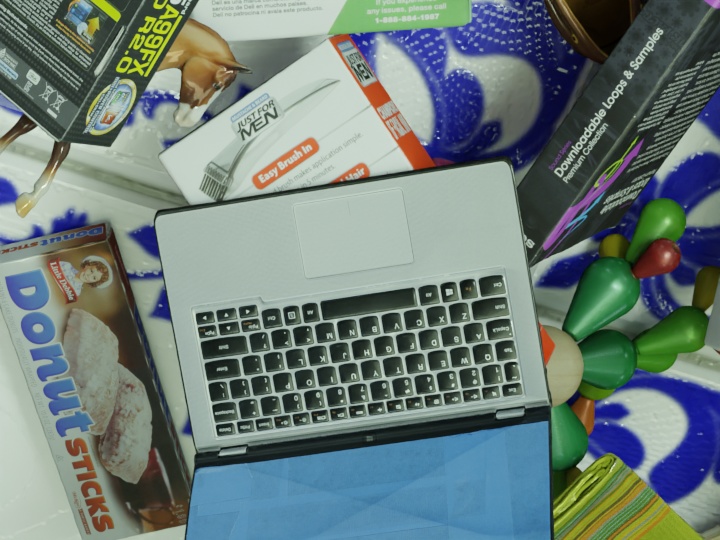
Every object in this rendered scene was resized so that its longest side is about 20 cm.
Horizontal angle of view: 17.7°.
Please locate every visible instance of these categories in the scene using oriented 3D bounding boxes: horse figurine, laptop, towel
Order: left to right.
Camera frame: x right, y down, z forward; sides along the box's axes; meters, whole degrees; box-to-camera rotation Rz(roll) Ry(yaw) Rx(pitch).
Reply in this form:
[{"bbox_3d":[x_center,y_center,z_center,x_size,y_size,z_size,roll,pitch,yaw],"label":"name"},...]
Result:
[{"bbox_3d":[-0.168,-0.114,1.159,0.133,0.200,0.050,-48,154,-5],"label":"horse figurine"},{"bbox_3d":[-0.008,0.063,1.117,0.186,0.116,0.201,-8,97,11],"label":"laptop"},{"bbox_3d":[0.161,0.177,1.332,0.086,0.018,0.200,-44,135,4],"label":"towel"}]

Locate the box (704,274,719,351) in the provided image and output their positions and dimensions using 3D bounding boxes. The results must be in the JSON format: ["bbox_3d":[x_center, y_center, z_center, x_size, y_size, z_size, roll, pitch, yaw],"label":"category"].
[{"bbox_3d":[0.262,-0.041,1.208,0.097,0.124,0.201,11,94,-9],"label":"box"}]

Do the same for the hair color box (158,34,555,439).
[{"bbox_3d":[0.000,-0.009,1.196,0.111,0.064,0.201,-33,93,14],"label":"hair color box"}]

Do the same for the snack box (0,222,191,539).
[{"bbox_3d":[-0.152,0.068,1.335,0.071,0.024,0.201,-12,120,4],"label":"snack box"}]

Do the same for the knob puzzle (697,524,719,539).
[{"bbox_3d":[0.212,0.239,1.438,0.218,0.030,0.221,-10,115,-23],"label":"knob puzzle"}]

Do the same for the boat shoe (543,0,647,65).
[{"bbox_3d":[0.106,-0.195,1.181,0.072,0.068,0.201,-20,119,7],"label":"boat shoe"}]

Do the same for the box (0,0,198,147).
[{"bbox_3d":[-0.157,-0.179,1.100,0.200,0.044,0.161,39,105,23],"label":"box"}]

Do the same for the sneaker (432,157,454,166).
[{"bbox_3d":[0.000,0.000,1.283,0.199,0.082,0.089,-10,122,11],"label":"sneaker"}]

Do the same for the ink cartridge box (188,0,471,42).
[{"bbox_3d":[-0.021,-0.223,1.145,0.144,0.084,0.201,-4,121,-2],"label":"ink cartridge box"}]

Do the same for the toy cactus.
[{"bbox_3d":[0.128,0.059,1.288,0.164,0.102,0.201,-2,125,-47],"label":"toy cactus"}]

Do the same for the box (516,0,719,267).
[{"bbox_3d":[0.154,-0.096,1.205,0.036,0.143,0.200,39,113,14],"label":"box"}]
